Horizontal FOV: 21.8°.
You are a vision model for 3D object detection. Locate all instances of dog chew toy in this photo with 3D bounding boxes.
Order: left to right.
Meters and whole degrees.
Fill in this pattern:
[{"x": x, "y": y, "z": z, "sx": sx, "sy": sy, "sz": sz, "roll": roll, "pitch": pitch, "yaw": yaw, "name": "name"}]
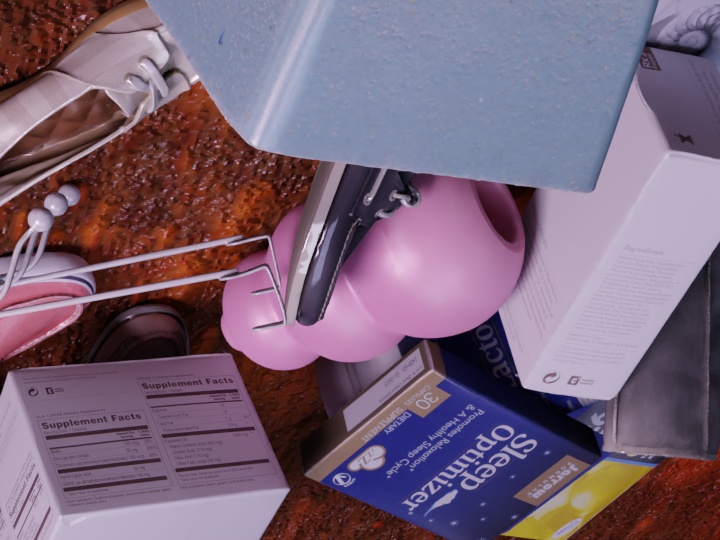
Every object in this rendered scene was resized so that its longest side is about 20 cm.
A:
[{"x": 0.000, "y": 0.000, "z": 1.155, "sx": 0.200, "sy": 0.125, "sz": 0.124, "roll": -27, "pitch": 147, "yaw": 24, "name": "dog chew toy"}]

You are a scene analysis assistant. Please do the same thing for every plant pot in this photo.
[{"x": 0.031, "y": -0.178, "z": 0.855, "sx": 0.195, "sy": 0.196, "sz": 0.200, "roll": 6, "pitch": 122, "yaw": -33, "name": "plant pot"}]

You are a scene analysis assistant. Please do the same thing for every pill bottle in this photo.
[{"x": 0.076, "y": 0.065, "z": 1.284, "sx": 0.200, "sy": 0.116, "sz": 0.116, "roll": -25, "pitch": 147, "yaw": 6, "name": "pill bottle"}]

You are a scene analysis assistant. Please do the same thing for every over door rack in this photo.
[{"x": -0.140, "y": -0.010, "z": 1.028, "sx": 0.200, "sy": 0.067, "sz": 0.148, "roll": 1, "pitch": -172, "yaw": -3, "name": "over door rack"}]

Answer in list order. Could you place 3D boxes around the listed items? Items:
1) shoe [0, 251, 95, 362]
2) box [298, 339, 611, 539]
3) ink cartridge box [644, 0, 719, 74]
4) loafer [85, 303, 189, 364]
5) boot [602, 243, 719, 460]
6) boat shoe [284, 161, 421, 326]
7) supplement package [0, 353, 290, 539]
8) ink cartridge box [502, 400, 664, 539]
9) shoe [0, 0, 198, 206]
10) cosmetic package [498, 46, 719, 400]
[{"x": -0.249, "y": 0.063, "z": 1.131, "sx": 0.200, "sy": 0.091, "sz": 0.072, "roll": -20, "pitch": 147, "yaw": -1, "name": "shoe"}, {"x": 0.072, "y": 0.125, "z": 1.237, "sx": 0.200, "sy": 0.032, "sz": 0.121, "roll": 28, "pitch": 122, "yaw": -37, "name": "box"}, {"x": 0.239, "y": -0.166, "z": 1.108, "sx": 0.199, "sy": 0.041, "sz": 0.200, "roll": -32, "pitch": 145, "yaw": 17, "name": "ink cartridge box"}, {"x": -0.154, "y": 0.103, "z": 1.265, "sx": 0.072, "sy": 0.063, "sz": 0.200, "roll": -2, "pitch": 143, "yaw": -24, "name": "loafer"}, {"x": 0.229, "y": 0.025, "z": 1.227, "sx": 0.182, "sy": 0.200, "sz": 0.073, "roll": 1, "pitch": 170, "yaw": -32, "name": "boot"}, {"x": 0.010, "y": -0.054, "z": 1.047, "sx": 0.063, "sy": 0.073, "sz": 0.200, "roll": 19, "pitch": 102, "yaw": -9, "name": "boat shoe"}, {"x": -0.162, "y": 0.160, "z": 1.186, "sx": 0.156, "sy": 0.111, "sz": 0.200, "roll": -3, "pitch": 141, "yaw": -33, "name": "supplement package"}, {"x": 0.154, "y": 0.147, "z": 1.510, "sx": 0.200, "sy": 0.047, "sz": 0.198, "roll": 10, "pitch": 137, "yaw": -41, "name": "ink cartridge box"}, {"x": -0.146, "y": -0.087, "z": 1.004, "sx": 0.200, "sy": 0.053, "sz": 0.070, "roll": -27, "pitch": 146, "yaw": 10, "name": "shoe"}, {"x": 0.154, "y": -0.026, "z": 1.117, "sx": 0.074, "sy": 0.102, "sz": 0.200, "roll": 8, "pitch": 134, "yaw": -23, "name": "cosmetic package"}]
